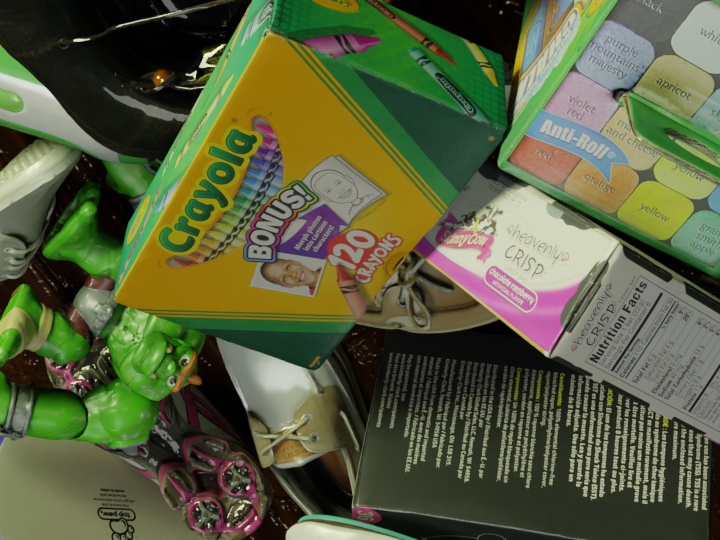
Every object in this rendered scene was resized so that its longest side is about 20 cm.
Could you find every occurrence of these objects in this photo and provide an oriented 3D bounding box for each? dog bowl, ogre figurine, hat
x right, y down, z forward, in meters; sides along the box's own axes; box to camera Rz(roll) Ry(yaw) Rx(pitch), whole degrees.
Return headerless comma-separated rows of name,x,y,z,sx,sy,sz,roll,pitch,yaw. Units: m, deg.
dog bowl,-0.186,0.186,0.917,0.200,0.201,0.079,39,125,-18
ogre figurine,-0.151,0.028,0.824,0.120,0.201,0.098,31,164,-22
hat,-0.085,-0.146,0.647,0.199,0.081,0.201,5,139,4

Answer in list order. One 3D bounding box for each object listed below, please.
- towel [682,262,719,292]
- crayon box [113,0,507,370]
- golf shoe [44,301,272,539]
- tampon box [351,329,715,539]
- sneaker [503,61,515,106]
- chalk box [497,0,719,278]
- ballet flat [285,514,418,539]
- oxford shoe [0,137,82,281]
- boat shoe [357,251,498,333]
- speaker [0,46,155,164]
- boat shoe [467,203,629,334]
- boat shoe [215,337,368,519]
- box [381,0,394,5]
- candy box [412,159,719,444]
towel,0.278,0.025,0.701,0.199,0.035,0.132,21,174,-18
crayon box,-0.030,-0.043,0.650,0.118,0.058,0.200,20,135,-18
golf shoe,-0.141,0.103,0.918,0.073,0.092,0.200,-42,90,-1
tampon box,0.106,0.131,0.818,0.199,0.127,0.150,7,148,9
sneaker,0.006,-0.068,0.724,0.199,0.075,0.077,-11,85,33
chalk box,0.146,-0.091,0.598,0.124,0.201,0.124,27,131,-8
ballet flat,0.050,0.192,0.751,0.199,0.070,0.070,17,131,-6
oxford shoe,-0.221,-0.027,0.832,0.058,0.075,0.200,48,133,-11
boat shoe,0.000,0.000,0.766,0.199,0.063,0.074,0,92,32
speaker,-0.201,-0.123,0.740,0.199,0.089,0.089,17,131,1
boat shoe,0.099,-0.008,0.768,0.074,0.066,0.199,36,129,-16
boat shoe,-0.036,0.102,0.894,0.074,0.069,0.200,-19,122,27
box,-0.003,-0.201,0.656,0.110,0.035,0.200,30,130,-10
candy box,0.138,0.026,0.658,0.199,0.136,0.061,28,97,-32
